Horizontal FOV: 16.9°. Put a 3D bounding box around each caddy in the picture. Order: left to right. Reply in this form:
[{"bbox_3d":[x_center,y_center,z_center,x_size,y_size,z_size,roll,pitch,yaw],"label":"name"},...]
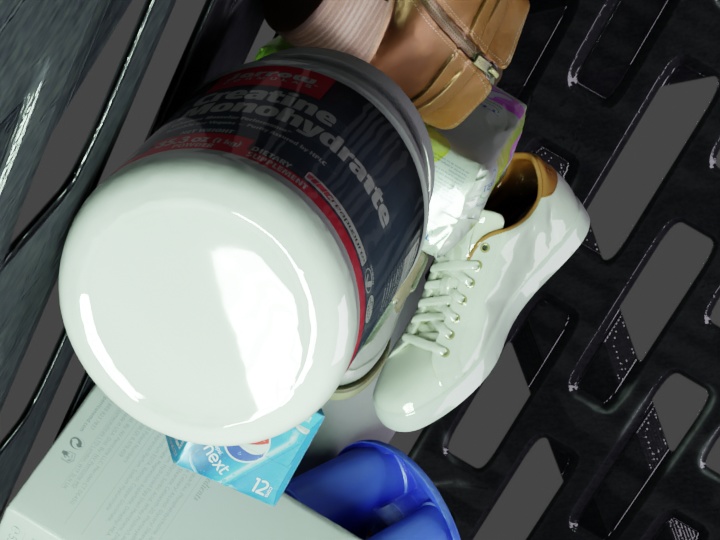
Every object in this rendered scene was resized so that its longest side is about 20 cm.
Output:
[{"bbox_3d":[0.001,0.204,1.578,0.105,0.141,0.201,-18,142,-34],"label":"caddy"}]

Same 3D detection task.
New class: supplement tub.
[{"bbox_3d":[-0.047,-0.018,1.145,0.141,0.140,0.200,-61,178,27],"label":"supplement tub"}]

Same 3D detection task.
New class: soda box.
[{"bbox_3d":[-0.080,0.058,1.423,0.064,0.068,0.200,-60,-160,14],"label":"soda box"}]

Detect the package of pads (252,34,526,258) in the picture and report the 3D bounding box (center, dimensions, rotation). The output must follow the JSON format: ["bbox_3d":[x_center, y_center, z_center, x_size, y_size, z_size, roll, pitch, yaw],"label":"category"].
[{"bbox_3d":[0.015,-0.087,1.437,0.068,0.154,0.200,-61,177,19],"label":"package of pads"}]

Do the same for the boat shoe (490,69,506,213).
[{"bbox_3d":[0.053,-0.106,1.629,0.071,0.076,0.201,-23,-129,30],"label":"boat shoe"}]

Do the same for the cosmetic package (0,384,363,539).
[{"bbox_3d":[-0.127,0.210,1.488,0.123,0.199,0.200,-58,176,-43],"label":"cosmetic package"}]

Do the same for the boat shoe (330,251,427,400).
[{"bbox_3d":[0.000,0.000,1.511,0.200,0.074,0.069,-66,175,-53],"label":"boat shoe"}]

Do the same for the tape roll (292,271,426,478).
[{"bbox_3d":[-0.042,0.055,1.667,0.200,0.066,0.201,-29,-130,42],"label":"tape roll"}]

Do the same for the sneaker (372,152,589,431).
[{"bbox_3d":[0.061,0.007,1.541,0.200,0.073,0.085,-53,131,-19],"label":"sneaker"}]

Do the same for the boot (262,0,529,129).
[{"bbox_3d":[0.051,-0.175,1.288,0.200,0.074,0.155,-49,139,11],"label":"boot"}]
